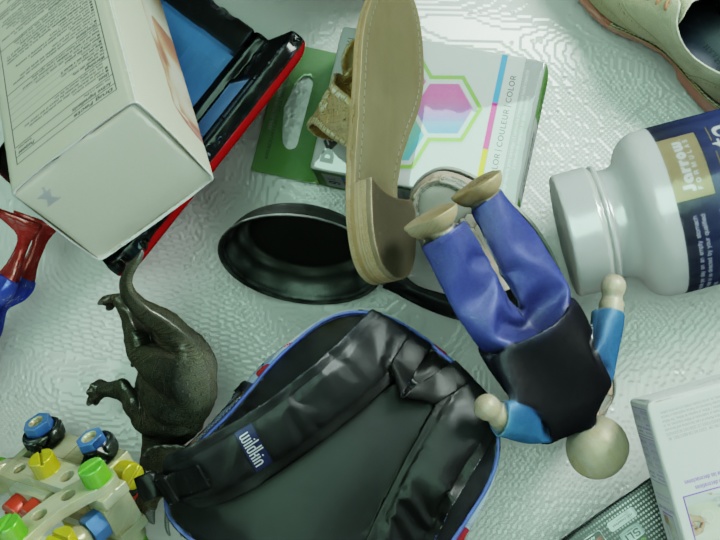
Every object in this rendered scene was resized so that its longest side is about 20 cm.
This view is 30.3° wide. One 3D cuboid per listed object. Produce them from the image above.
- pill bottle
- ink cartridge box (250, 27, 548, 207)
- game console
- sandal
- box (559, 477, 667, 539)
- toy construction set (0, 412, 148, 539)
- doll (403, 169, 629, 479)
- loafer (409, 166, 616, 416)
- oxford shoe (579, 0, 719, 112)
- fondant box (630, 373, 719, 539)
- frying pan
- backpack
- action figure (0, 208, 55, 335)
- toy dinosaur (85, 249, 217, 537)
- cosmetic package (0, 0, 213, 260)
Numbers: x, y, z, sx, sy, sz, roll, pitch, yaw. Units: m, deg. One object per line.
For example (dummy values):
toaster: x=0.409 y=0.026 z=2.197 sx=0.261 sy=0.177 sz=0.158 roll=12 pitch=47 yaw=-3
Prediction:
pill bottle: x=0.229 y=-0.047 z=0.870 sx=0.198 sy=0.111 sz=0.112 roll=-15 pitch=78 yaw=3
ink cartridge box: x=0.024 y=-0.106 z=0.931 sx=0.198 sy=0.059 sz=0.105 roll=12 pitch=82 yaw=9
game console: x=-0.153 y=-0.113 z=0.928 sx=0.118 sy=0.172 sz=0.201 roll=39 pitch=85 yaw=-15
sandal: x=-0.007 y=-0.090 z=0.866 sx=0.069 sy=0.077 sz=0.214 roll=-12 pitch=65 yaw=31
box: x=0.248 y=0.190 z=0.856 sx=0.199 sy=0.044 sz=0.161 roll=-33 pitch=77 yaw=-1
toy construction set: x=-0.214 y=0.151 z=0.849 sx=0.199 sy=0.093 sz=0.131 roll=19 pitch=48 yaw=33
doll: x=0.111 y=0.039 z=0.811 sx=0.136 sy=0.048 sz=0.201 roll=-34 pitch=99 yaw=-26
loafer: x=0.101 y=0.020 z=0.867 sx=0.072 sy=0.063 sz=0.201 roll=-35 pitch=96 yaw=19
oxford shoe: x=0.214 y=-0.189 z=0.919 sx=0.200 sy=0.074 sz=0.071 roll=42 pitch=86 yaw=12
fondant box: x=0.259 y=0.156 z=0.795 sx=0.143 sy=0.058 sz=0.202 roll=-15 pitch=86 yaw=-1
frying pan: x=-0.002 y=-0.009 z=0.893 sx=0.188 sy=0.115 sz=0.031 roll=3 pitch=59 yaw=6
backpack: x=-0.007 y=0.127 z=0.843 sx=0.200 sy=0.154 sz=0.191 roll=42 pitch=88 yaw=-1
action figure: x=-0.293 y=0.047 z=0.926 sx=0.098 sy=0.065 sz=0.202 roll=19 pitch=91 yaw=5
toy dinosaur: x=-0.127 y=0.069 z=0.884 sx=0.102 sy=0.077 sz=0.201 roll=30 pitch=125 yaw=23
cosmetic package: x=-0.175 y=-0.120 z=0.874 sx=0.103 sy=0.087 sz=0.201 roll=-32 pitch=46 yaw=13
